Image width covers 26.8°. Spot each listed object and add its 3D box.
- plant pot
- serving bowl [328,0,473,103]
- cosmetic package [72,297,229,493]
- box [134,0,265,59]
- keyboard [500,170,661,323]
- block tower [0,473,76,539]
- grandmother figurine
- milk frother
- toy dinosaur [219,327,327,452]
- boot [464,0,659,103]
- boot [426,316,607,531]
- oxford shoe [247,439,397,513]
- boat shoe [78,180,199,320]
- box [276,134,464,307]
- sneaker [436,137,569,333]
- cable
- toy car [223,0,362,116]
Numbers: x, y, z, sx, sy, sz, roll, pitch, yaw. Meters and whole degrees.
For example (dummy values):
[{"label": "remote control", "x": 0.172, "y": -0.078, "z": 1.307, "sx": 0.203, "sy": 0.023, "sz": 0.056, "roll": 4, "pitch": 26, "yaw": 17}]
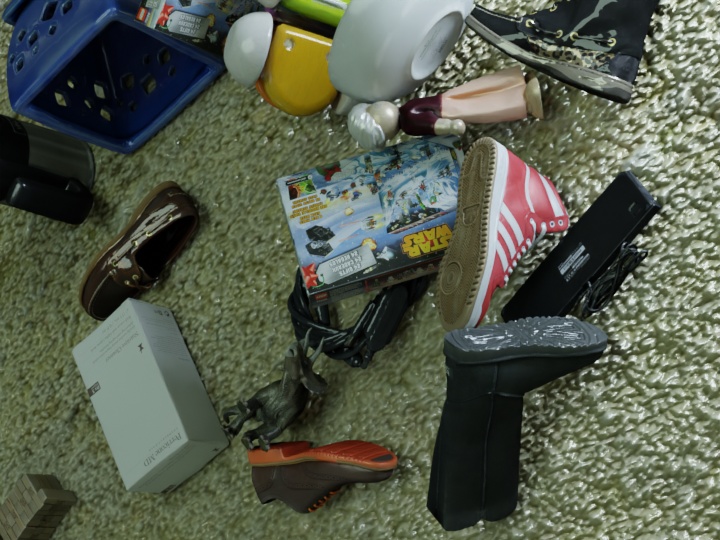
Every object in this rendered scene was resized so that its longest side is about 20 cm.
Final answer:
[{"label": "plant pot", "x": -0.311, "y": -0.287, "z": 1.845, "sx": 0.200, "sy": 0.199, "sz": 0.181, "roll": -37, "pitch": 56, "yaw": 26}, {"label": "serving bowl", "x": 0.056, "y": -0.251, "z": 1.569, "sx": 0.066, "sy": 0.200, "sz": 0.201, "roll": 38, "pitch": 105, "yaw": 18}, {"label": "cosmetic package", "x": -0.249, "y": 0.149, "z": 1.782, "sx": 0.113, "sy": 0.081, "sz": 0.201, "roll": -41, "pitch": 59, "yaw": 21}, {"label": "box", "x": -0.154, "y": -0.315, "z": 1.725, "sx": 0.040, "sy": 0.199, "sz": 0.138, "roll": 28, "pitch": 97, "yaw": 36}, {"label": "keyboard", "x": 0.226, "y": 0.004, "z": 1.497, "sx": 0.200, "sy": 0.039, "sz": 0.104, "roll": -51, "pitch": 33, "yaw": 19}, {"label": "block tower", "x": -0.440, "y": 0.340, "z": 1.905, "sx": 0.200, "sy": 0.054, "sz": 0.058, "roll": -51, "pitch": 57, "yaw": 17}, {"label": "grandmother figurine", "x": 0.084, "y": -0.165, "z": 1.554, "sx": 0.198, "sy": 0.121, "sz": 0.061, "roll": -10, "pitch": 99, "yaw": 4}, {"label": "milk frother", "x": -0.457, "y": -0.087, "z": 1.915, "sx": 0.200, "sy": 0.187, "sz": 0.181, "roll": -44, "pitch": 58, "yaw": 22}, {"label": "toy dinosaur", "x": -0.094, "y": 0.150, "z": 1.666, "sx": 0.077, "sy": 0.102, "sz": 0.200, "roll": 53, "pitch": 150, "yaw": 9}, {"label": "boot", "x": 0.213, "y": -0.270, "z": 1.524, "sx": 0.199, "sy": 0.073, "sz": 0.152, "roll": 30, "pitch": 101, "yaw": 32}, {"label": "boot", "x": 0.150, "y": 0.150, "z": 1.463, "sx": 0.066, "sy": 0.163, "sz": 0.202, "roll": -118, "pitch": 27, "yaw": -64}, {"label": "oxford shoe", "x": -0.038, "y": 0.223, "z": 1.629, "sx": 0.199, "sy": 0.071, "sz": 0.073, "roll": -5, "pitch": 91, "yaw": 43}, {"label": "boat shoe", "x": -0.269, "y": -0.013, "z": 1.834, "sx": 0.201, "sy": 0.070, "sz": 0.070, "roll": -53, "pitch": 52, "yaw": 16}, {"label": "box", "x": 0.025, "y": -0.056, "z": 1.577, "sx": 0.198, "sy": 0.040, "sz": 0.138, "roll": -16, "pitch": 67, "yaw": -1}, {"label": "sneaker", "x": 0.143, "y": -0.019, "z": 1.491, "sx": 0.071, "sy": 0.112, "sz": 0.202, "roll": -10, "pitch": 62, "yaw": 51}, {"label": "cable", "x": 0.000, "y": 0.000, "z": 1.653, "sx": 0.163, "sy": 0.051, "sz": 0.202, "roll": 26, "pitch": 93, "yaw": 45}, {"label": "toy car", "x": -0.059, "y": -0.272, "z": 1.694, "sx": 0.150, "sy": 0.173, "sz": 0.202, "roll": -157, "pitch": 83, "yaw": -73}]
